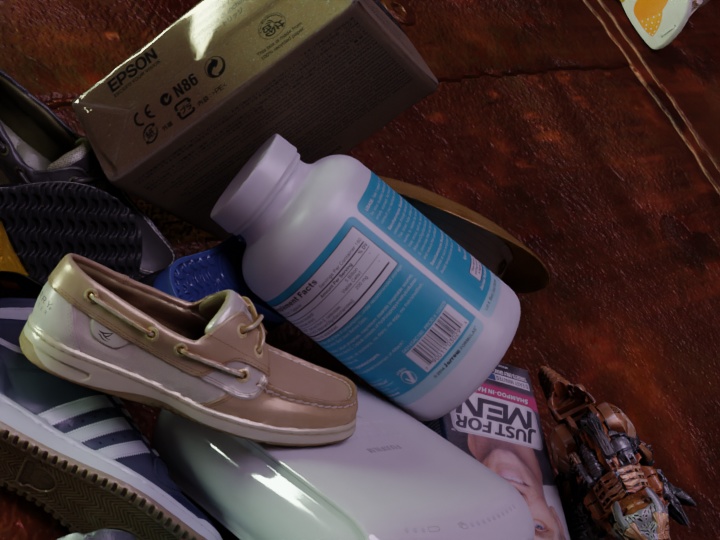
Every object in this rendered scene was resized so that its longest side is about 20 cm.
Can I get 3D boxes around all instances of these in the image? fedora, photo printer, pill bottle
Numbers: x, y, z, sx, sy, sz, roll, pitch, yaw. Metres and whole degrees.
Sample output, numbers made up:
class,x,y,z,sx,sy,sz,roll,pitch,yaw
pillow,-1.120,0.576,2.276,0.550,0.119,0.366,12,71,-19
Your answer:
class,x,y,z,sx,sy,sz,roll,pitch,yaw
fedora,0.044,-0.001,1.010,0.200,0.201,0.082,28,80,-21
photo printer,-0.004,0.133,0.808,0.200,0.070,0.166,31,19,37
pill bottle,0.000,0.000,0.882,0.200,0.111,0.111,40,38,-12

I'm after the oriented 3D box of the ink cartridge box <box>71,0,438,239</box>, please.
class,x,y,z,sx,sy,sz,roll,pitch,yaw
ink cartridge box,-0.067,-0.120,0.914,0.075,0.200,0.165,59,11,21

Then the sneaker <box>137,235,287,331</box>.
class,x,y,z,sx,sy,sz,roll,pitch,yaw
sneaker,-0.109,0.025,0.893,0.070,0.078,0.200,62,17,7

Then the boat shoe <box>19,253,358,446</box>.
class,x,y,z,sx,sy,sz,roll,pitch,yaw
boat shoe,-0.085,0.043,0.754,0.200,0.069,0.074,17,15,-20

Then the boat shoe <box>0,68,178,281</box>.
class,x,y,z,sx,sy,sz,roll,pitch,yaw
boat shoe,-0.198,-0.060,0.886,0.201,0.066,0.072,41,37,-6

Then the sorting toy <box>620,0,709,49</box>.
class,x,y,z,sx,sy,sz,roll,pitch,yaw
sorting toy,0.418,-0.391,1.658,0.107,0.180,0.200,46,37,1

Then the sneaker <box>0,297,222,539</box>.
class,x,y,z,sx,sy,sz,roll,pitch,yaw
sneaker,-0.154,0.091,0.785,0.200,0.070,0.109,33,41,-10

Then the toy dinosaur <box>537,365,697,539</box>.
class,x,y,z,sx,sy,sz,roll,pitch,yaw
toy dinosaur,0.181,0.138,0.977,0.200,0.102,0.136,-85,156,-47

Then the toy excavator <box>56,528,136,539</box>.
class,x,y,z,sx,sy,sz,roll,pitch,yaw
toy excavator,-0.061,0.214,0.720,0.200,0.195,0.100,-4,54,-11

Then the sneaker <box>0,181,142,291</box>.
class,x,y,z,sx,sy,sz,roll,pitch,yaw
sneaker,-0.228,-0.021,0.809,0.200,0.090,0.070,0,94,-47

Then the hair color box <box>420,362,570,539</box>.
class,x,y,z,sx,sy,sz,roll,pitch,yaw
hair color box,0.087,0.158,0.952,0.100,0.061,0.200,16,47,-31
